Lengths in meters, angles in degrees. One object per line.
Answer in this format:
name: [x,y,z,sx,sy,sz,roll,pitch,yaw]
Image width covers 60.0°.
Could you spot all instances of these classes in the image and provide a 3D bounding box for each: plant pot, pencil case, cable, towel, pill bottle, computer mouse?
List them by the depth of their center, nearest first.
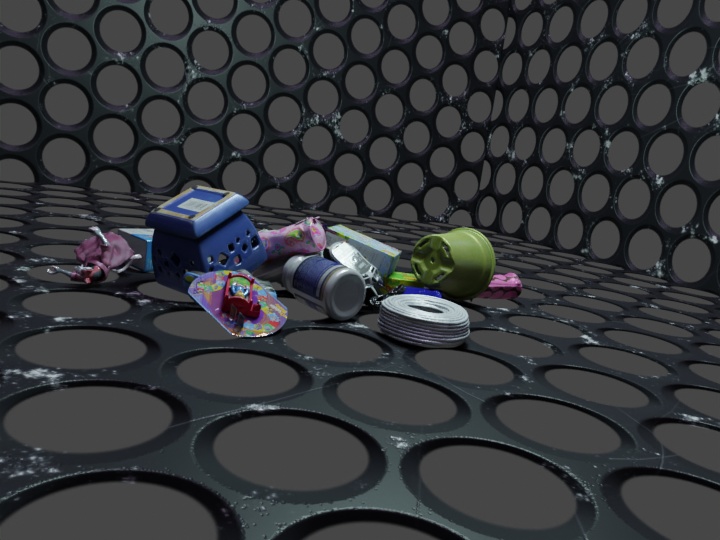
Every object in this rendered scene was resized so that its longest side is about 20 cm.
cable: [0.135,0.106,1.320,0.196,0.071,0.200,5,11,-18]
plant pot: [-0.352,-0.074,1.403,0.197,0.183,0.200,14,37,32]
pill bottle: [-0.088,0.031,1.411,0.114,0.118,0.199,-1,14,-40]
computer mouse: [0.005,0.011,1.455,0.199,0.044,0.109,42,47,13]
pencil case: [-0.178,-0.070,1.510,0.197,0.089,0.087,-13,2,21]
towel: [0.139,0.076,1.542,0.145,0.051,0.200,11,11,7]
plant pot: [0.233,-0.021,1.668,0.198,0.204,0.183,16,7,35]
pencil case: [0.377,0.045,1.801,0.197,0.092,0.094,0,-24,-31]

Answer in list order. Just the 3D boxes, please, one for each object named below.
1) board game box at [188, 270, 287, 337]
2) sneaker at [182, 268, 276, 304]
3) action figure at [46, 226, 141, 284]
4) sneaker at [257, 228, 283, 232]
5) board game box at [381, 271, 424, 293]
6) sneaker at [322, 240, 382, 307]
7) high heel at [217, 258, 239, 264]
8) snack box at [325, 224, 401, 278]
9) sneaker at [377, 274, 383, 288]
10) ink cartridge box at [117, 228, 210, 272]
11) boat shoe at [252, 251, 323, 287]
board game box: [-0.230,0.046,1.211,0.199,0.039,0.157,39,33,24]
sneaker: [-0.274,0.038,1.309,0.196,0.072,0.083,10,34,-21]
action figure: [-0.583,-0.009,1.378,0.149,0.133,0.200,50,4,-29]
sneaker: [-0.200,-0.092,1.688,0.198,0.077,0.115,-3,17,-37]
board game box: [0.070,0.032,1.722,0.196,0.049,0.102,7,11,-6]
sneaker: [0.000,0.000,1.539,0.200,0.070,0.090,44,51,17]
high heel: [-0.331,0.005,1.565,0.095,0.069,0.199,-10,-1,33]
snack box: [0.004,-0.056,1.709,0.197,0.069,0.169,22,10,8]
sneaker: [-0.032,0.045,1.582,0.196,0.075,0.088,3,35,-15]
ink cartridge box: [-0.508,-0.056,1.623,0.145,0.088,0.198,18,12,39]
boat shoe: [-0.179,0.006,1.544,0.197,0.069,0.072,-21,23,2]
